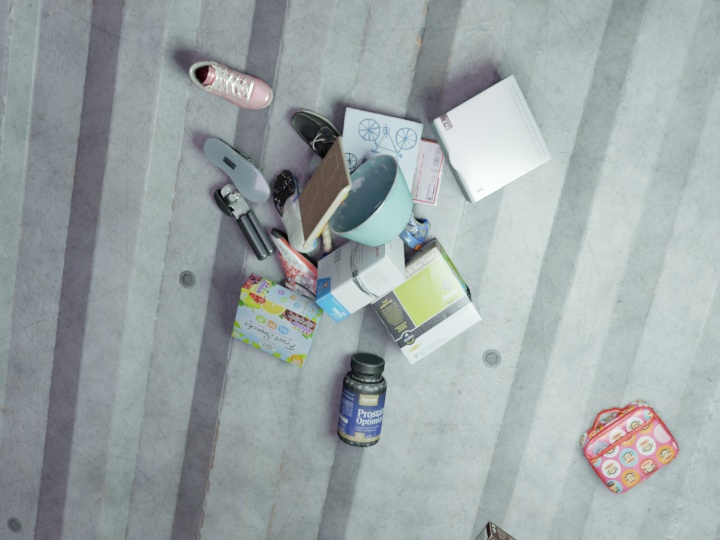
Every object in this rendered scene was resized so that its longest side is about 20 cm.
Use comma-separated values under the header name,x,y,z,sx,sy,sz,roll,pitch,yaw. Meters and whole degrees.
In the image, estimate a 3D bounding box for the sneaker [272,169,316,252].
name,x,y,z,sx,sy,sz,roll,pitch,yaw
sneaker,-0.154,-0.138,1.667,0.070,0.072,0.205,-21,79,21

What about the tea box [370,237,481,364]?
name,x,y,z,sx,sy,sz,roll,pitch,yaw
tea box,0.147,0.069,1.633,0.198,0.134,0.199,-33,96,12

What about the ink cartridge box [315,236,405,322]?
name,x,y,z,sx,sy,sz,roll,pitch,yaw
ink cartridge box,0.000,0.000,1.582,0.198,0.147,0.084,-32,122,23

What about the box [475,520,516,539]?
name,x,y,z,sx,sy,sz,roll,pitch,yaw
box,0.377,0.737,1.767,0.198,0.075,0.101,34,103,-2

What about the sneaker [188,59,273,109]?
name,x,y,z,sx,sy,sz,roll,pitch,yaw
sneaker,-0.302,-0.424,1.612,0.196,0.105,0.077,22,101,2

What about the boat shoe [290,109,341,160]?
name,x,y,z,sx,sy,sz,roll,pitch,yaw
boat shoe,-0.083,-0.297,1.622,0.199,0.068,0.072,42,116,5

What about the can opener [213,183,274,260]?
name,x,y,z,sx,sy,sz,roll,pitch,yaw
can opener,-0.278,-0.117,1.704,0.066,0.052,0.203,-28,96,47

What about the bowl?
name,x,y,z,sx,sy,sz,roll,pitch,yaw
bowl,0.034,-0.132,1.499,0.200,0.202,0.105,-42,123,14

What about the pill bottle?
name,x,y,z,sx,sy,sz,roll,pitch,yaw
pill bottle,0.006,0.311,1.712,0.108,0.112,0.206,8,103,6

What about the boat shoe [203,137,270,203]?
name,x,y,z,sx,sy,sz,roll,pitch,yaw
boat shoe,-0.284,-0.237,1.665,0.198,0.068,0.074,37,108,6

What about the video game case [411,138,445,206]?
name,x,y,z,sx,sy,sz,roll,pitch,yaw
video game case,0.094,-0.239,1.639,0.194,0.017,0.147,12,103,5

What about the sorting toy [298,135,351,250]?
name,x,y,z,sx,sy,sz,roll,pitch,yaw
sorting toy,-0.075,-0.167,1.528,0.036,0.203,0.186,22,126,-25

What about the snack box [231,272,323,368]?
name,x,y,z,sx,sy,sz,roll,pitch,yaw
snack box,-0.199,0.123,1.694,0.196,0.068,0.171,25,130,3

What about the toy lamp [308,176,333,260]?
name,x,y,z,sx,sy,sz,roll,pitch,yaw
toy lamp,-0.089,-0.122,1.667,0.056,0.058,0.206,-6,100,9

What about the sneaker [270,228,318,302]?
name,x,y,z,sx,sy,sz,roll,pitch,yaw
sneaker,-0.165,0.002,1.696,0.201,0.067,0.108,42,101,-5

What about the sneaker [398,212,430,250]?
name,x,y,z,sx,sy,sz,roll,pitch,yaw
sneaker,0.083,-0.139,1.633,0.199,0.076,0.079,40,103,-14

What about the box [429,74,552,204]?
name,x,y,z,sx,sy,sz,roll,pitch,yaw
box,0.279,-0.283,1.539,0.196,0.131,0.203,-28,97,6

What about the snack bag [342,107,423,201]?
name,x,y,z,sx,sy,sz,roll,pitch,yaw
snack bag,0.041,-0.250,1.589,0.183,0.021,0.206,9,88,-10

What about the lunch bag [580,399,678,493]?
name,x,y,z,sx,sy,sz,roll,pitch,yaw
lunch bag,0.626,0.404,1.668,0.198,0.082,0.178,-38,91,11
